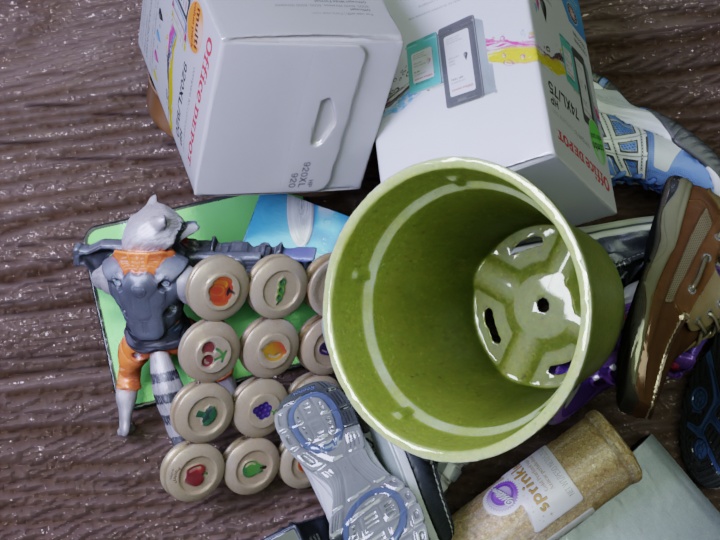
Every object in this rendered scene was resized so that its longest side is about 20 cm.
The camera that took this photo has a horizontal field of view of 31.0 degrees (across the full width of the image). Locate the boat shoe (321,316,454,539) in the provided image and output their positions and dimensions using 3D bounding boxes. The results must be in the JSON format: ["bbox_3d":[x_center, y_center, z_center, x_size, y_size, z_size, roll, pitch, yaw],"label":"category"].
[{"bbox_3d":[0.036,0.115,0.992,0.060,0.076,0.202,-22,92,-17],"label":"boat shoe"}]

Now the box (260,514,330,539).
[{"bbox_3d":[-0.047,0.269,0.946,0.103,0.200,0.149,-26,79,2],"label":"box"}]

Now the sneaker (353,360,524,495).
[{"bbox_3d":[0.054,0.107,1.058,0.115,0.075,0.201,36,79,7],"label":"sneaker"}]

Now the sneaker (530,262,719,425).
[{"bbox_3d":[0.222,0.062,1.042,0.199,0.081,0.084,-35,50,-2],"label":"sneaker"}]

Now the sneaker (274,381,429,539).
[{"bbox_3d":[0.004,0.176,0.972,0.074,0.087,0.201,-26,55,-2],"label":"sneaker"}]

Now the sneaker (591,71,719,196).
[{"bbox_3d":[0.228,-0.099,1.112,0.199,0.076,0.077,33,84,14],"label":"sneaker"}]

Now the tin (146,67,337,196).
[{"bbox_3d":[-0.088,-0.128,1.088,0.198,0.042,0.112,27,39,10],"label":"tin"}]

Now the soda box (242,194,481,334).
[{"bbox_3d":[0.000,0.000,1.078,0.198,0.064,0.069,20,77,-1],"label":"soda box"}]

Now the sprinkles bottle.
[{"bbox_3d":[0.125,0.194,1.024,0.199,0.068,0.069,-36,81,-1],"label":"sprinkles bottle"}]

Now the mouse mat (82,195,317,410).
[{"bbox_3d":[-0.125,0.019,1.101,0.197,0.008,0.163,-13,79,-6],"label":"mouse mat"}]

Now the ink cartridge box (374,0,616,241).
[{"bbox_3d":[0.101,-0.136,1.036,0.145,0.146,0.203,-16,67,25],"label":"ink cartridge box"}]

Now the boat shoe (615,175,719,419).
[{"bbox_3d":[0.247,0.019,0.992,0.073,0.076,0.202,16,66,9],"label":"boat shoe"}]

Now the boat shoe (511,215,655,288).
[{"bbox_3d":[0.208,-0.008,1.095,0.197,0.075,0.063,-9,83,0],"label":"boat shoe"}]

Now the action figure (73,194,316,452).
[{"bbox_3d":[-0.131,0.036,1.012,0.197,0.105,0.196,-6,115,10],"label":"action figure"}]

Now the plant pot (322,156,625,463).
[{"bbox_3d":[0.103,0.028,0.937,0.198,0.184,0.203,-1,88,30],"label":"plant pot"}]

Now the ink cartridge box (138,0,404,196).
[{"bbox_3d":[-0.077,-0.178,1.008,0.143,0.148,0.201,-5,46,-23],"label":"ink cartridge box"}]

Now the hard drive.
[{"bbox_3d":[0.251,0.257,1.056,0.139,0.033,0.200,-39,83,-11],"label":"hard drive"}]

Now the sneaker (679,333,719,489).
[{"bbox_3d":[0.325,0.087,1.076,0.076,0.075,0.202,17,91,-30],"label":"sneaker"}]

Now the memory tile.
[{"bbox_3d":[-0.075,0.084,1.011,0.152,0.017,0.203,0,108,-31],"label":"memory tile"}]
